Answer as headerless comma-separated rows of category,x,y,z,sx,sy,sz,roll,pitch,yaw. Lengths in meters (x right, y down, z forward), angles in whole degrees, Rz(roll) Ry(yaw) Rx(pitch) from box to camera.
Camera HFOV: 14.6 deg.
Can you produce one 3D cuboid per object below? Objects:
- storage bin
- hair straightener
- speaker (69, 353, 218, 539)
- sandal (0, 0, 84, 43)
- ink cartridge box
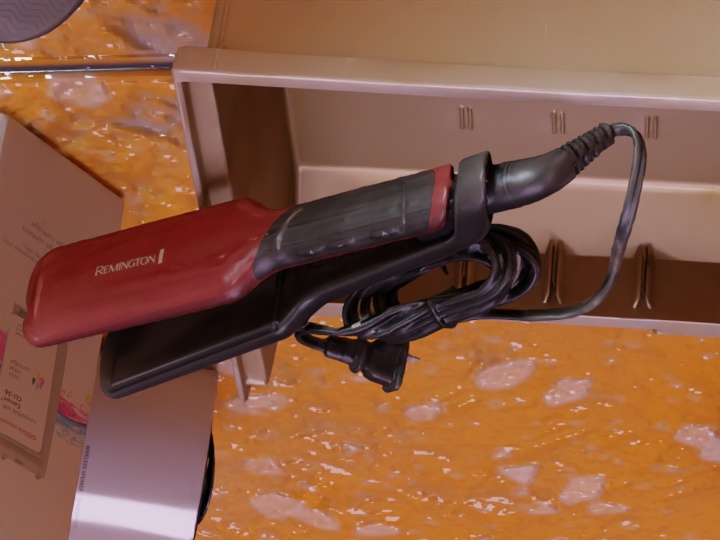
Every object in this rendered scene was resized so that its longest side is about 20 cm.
storage bin,0.057,-0.033,0.864,0.199,0.094,0.199,3,147,6
hair straightener,0.000,0.000,0.814,0.200,0.041,0.077,-20,139,29
speaker,-0.154,0.062,1.064,0.199,0.081,0.081,9,148,-3
sandal,-0.087,-0.119,0.792,0.082,0.055,0.200,21,145,-21
ink cartridge box,-0.155,0.059,0.947,0.116,0.201,0.067,-18,140,34
